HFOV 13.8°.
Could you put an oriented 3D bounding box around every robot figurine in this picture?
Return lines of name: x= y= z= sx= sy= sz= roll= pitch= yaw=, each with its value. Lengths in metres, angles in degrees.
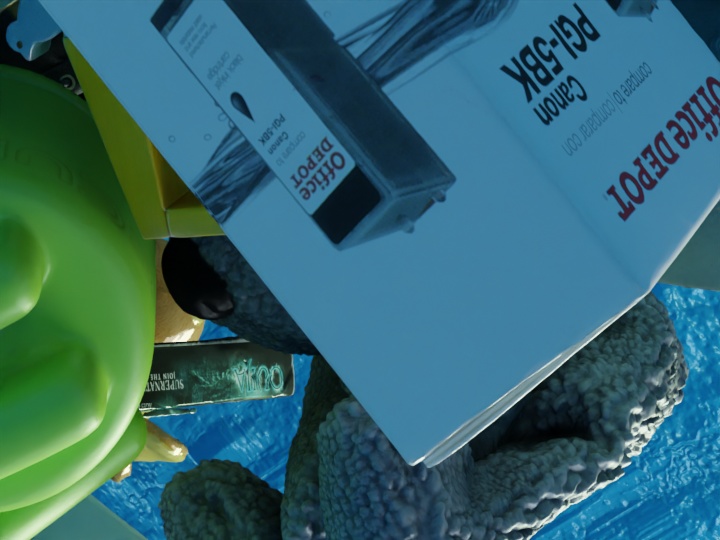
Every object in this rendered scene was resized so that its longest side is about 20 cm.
robot figurine: x=-0.123 y=0.003 z=0.955 sx=0.115 sy=0.176 sz=0.200 roll=-27 pitch=-160 yaw=6

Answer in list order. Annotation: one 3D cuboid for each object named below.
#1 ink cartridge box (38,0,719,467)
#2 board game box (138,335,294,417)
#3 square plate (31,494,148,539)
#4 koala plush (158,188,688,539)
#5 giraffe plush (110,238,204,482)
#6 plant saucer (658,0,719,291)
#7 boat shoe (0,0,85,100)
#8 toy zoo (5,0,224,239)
ink cartridge box: x=0.003 y=-0.071 z=0.760 sx=0.083 sy=0.200 sz=0.147 roll=-38 pitch=-177 yaw=27
board game box: x=-0.143 y=0.047 z=1.144 sx=0.199 sy=0.028 sz=0.135 roll=-6 pitch=178 yaw=28
square plate: x=-0.190 y=0.133 z=1.146 sx=0.197 sy=0.029 sz=0.200 roll=-25 pitch=-149 yaw=-24
koala plush: x=0.000 y=0.000 z=1.021 sx=0.183 sy=0.201 sz=0.177 roll=-30 pitch=-179 yaw=-29
giraffe plush: x=-0.132 y=0.008 z=1.280 sx=0.200 sy=0.162 sz=0.173 roll=-35 pitch=-156 yaw=9
plant saucer: x=0.127 y=-0.054 z=0.918 sx=0.199 sy=0.036 sz=0.200 roll=-2 pitch=-152 yaw=1
boat shoe: x=-0.141 y=-0.069 z=1.146 sx=0.075 sy=0.062 sz=0.200 roll=-42 pitch=-174 yaw=-31
toy zoo: x=-0.012 y=-0.077 z=0.860 sx=0.199 sy=0.132 sz=0.020 roll=-4 pitch=-162 yaw=24
